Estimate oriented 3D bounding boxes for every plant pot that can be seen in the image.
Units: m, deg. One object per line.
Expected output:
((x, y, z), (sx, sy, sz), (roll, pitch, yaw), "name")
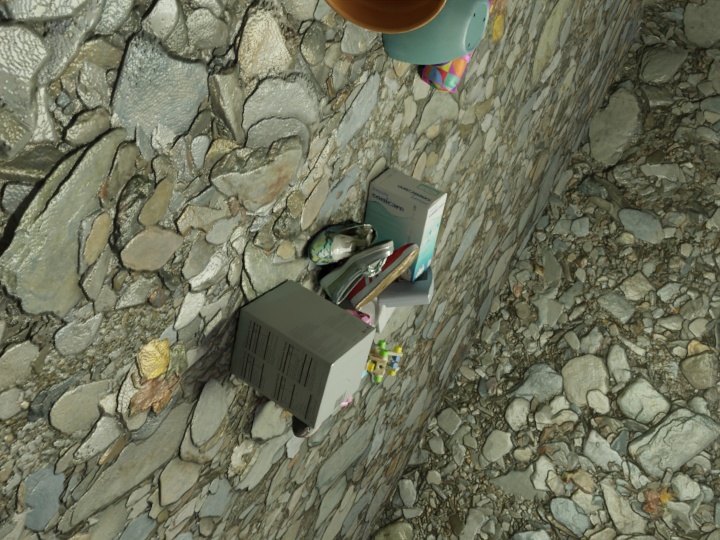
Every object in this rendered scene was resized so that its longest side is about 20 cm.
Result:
((0.040, -0.444, 0.913), (0.201, 0.198, 0.141), (81, 25, -58), "plant pot")
((0.147, -0.451, 1.207), (0.200, 0.134, 0.201), (-48, 155, -32), "plant pot")

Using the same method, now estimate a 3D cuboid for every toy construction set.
((-0.011, 0.194, 1.545), (0.131, 0.198, 0.093), (-34, 125, -72), "toy construction set")

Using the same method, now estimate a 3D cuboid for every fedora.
((-0.008, 0.095, 1.562), (0.177, 0.090, 0.200), (-54, 158, -22), "fedora")

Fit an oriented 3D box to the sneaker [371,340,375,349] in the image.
((-0.034, 0.212, 1.690), (0.200, 0.070, 0.100), (-42, 141, -35), "sneaker")

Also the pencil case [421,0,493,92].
((0.190, -0.462, 1.374), (0.088, 0.088, 0.201), (-4, 117, -66), "pencil case")

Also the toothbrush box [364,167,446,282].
((0.089, -0.098, 1.482), (0.085, 0.146, 0.201), (-42, 150, -42), "toothbrush box")

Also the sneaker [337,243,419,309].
((0.027, -0.020, 1.431), (0.200, 0.113, 0.071), (-42, 163, 27), "sneaker")

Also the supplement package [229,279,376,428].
((-0.106, 0.146, 1.240), (0.152, 0.199, 0.152), (-33, 145, -52), "supplement package")

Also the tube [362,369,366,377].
((-0.063, 0.145, 1.358), (0.050, 0.201, 0.077), (-29, -171, 47), "tube")

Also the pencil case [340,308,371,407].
((-0.037, 0.182, 1.438), (0.087, 0.082, 0.202), (-117, -140, -77), "pencil case")

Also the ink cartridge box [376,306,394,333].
((0.072, 0.039, 1.768), (0.163, 0.050, 0.201), (83, 31, -55), "ink cartridge box")

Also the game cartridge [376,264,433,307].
((0.099, 0.018, 1.552), (0.200, 0.132, 0.041), (-95, -177, -63), "game cartridge")

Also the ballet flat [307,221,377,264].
((-0.027, -0.057, 1.362), (0.200, 0.074, 0.075), (-33, 144, -56), "ballet flat")

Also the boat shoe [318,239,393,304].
((-0.001, 0.001, 1.370), (0.201, 0.065, 0.074), (-34, 178, 36), "boat shoe")

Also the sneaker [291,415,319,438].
((-0.115, 0.252, 1.401), (0.074, 0.080, 0.202), (-9, 117, -47), "sneaker")
